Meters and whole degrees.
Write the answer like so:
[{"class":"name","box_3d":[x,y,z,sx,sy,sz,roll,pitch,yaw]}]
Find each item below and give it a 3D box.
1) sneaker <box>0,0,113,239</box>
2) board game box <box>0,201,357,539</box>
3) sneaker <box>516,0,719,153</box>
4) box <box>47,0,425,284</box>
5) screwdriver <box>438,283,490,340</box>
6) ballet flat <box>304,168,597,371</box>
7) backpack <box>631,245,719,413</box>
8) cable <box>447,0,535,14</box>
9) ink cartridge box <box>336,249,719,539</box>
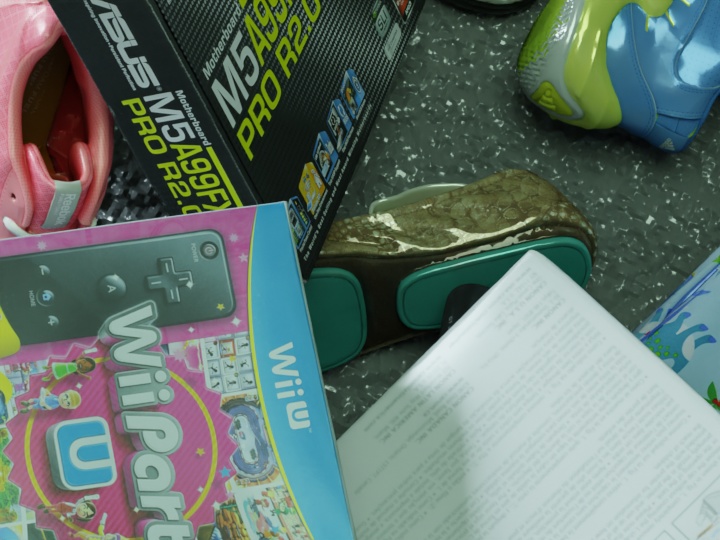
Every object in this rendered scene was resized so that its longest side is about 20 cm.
[{"class":"sneaker","box_3d":[-0.137,-0.025,1.109,0.073,0.087,0.201,-5,111,-25]},{"class":"board game box","box_3d":[-0.112,0.063,0.998,0.199,0.064,0.148,-8,70,-14]},{"class":"sneaker","box_3d":[0.148,-0.137,1.249,0.105,0.076,0.201,31,71,-9]},{"class":"box","box_3d":[-0.044,-0.113,1.133,0.044,0.161,0.200,-8,38,26]},{"class":"screwdriver","box_3d":[0.043,0.087,1.095,0.029,0.028,0.201,-13,48,16]},{"class":"ballet flat","box_3d":[0.000,0.000,1.181,0.199,0.071,0.065,-10,42,-13]},{"class":"backpack","box_3d":[0.159,0.072,1.129,0.200,0.154,0.163,-37,80,0]},{"class":"cable","box_3d":[-0.012,-0.167,1.246,0.199,0.050,0.097,31,65,9]},{"class":"ink cartridge box","box_3d":[0.075,0.110,1.023,0.160,0.047,0.200,-44,56,-3]}]
